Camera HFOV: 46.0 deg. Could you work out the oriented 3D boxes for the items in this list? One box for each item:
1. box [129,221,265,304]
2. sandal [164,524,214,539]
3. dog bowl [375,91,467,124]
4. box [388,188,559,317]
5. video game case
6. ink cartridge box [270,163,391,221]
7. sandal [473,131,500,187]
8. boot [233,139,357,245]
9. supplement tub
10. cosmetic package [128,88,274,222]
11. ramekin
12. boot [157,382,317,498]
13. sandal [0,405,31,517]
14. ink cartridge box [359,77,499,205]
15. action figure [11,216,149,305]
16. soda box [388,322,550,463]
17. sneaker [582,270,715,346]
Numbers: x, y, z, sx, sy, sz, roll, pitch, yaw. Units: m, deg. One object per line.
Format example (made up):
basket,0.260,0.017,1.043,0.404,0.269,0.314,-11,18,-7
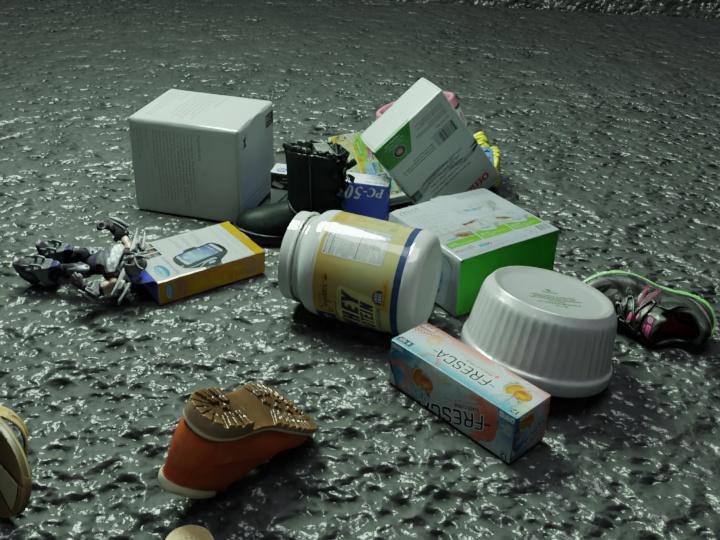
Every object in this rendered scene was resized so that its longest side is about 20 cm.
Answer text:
box,-0.253,-0.011,1.253,0.197,0.042,0.119,-20,36,-31
sandal,-0.144,0.281,0.708,0.076,0.071,0.213,-4,30,-13
dog bowl,0.117,-0.304,1.718,0.196,0.075,0.201,-12,20,5
box,0.166,-0.037,1.280,0.197,0.099,0.176,-17,34,-31
video game case,0.047,-0.192,1.546,0.178,0.023,0.202,-11,47,-8
ink cartridge box,-0.049,-0.115,1.400,0.195,0.096,0.044,7,29,8
sandal,0.216,-0.209,1.624,0.085,0.081,0.201,-4,21,-6
boot,-0.106,-0.123,1.337,0.194,0.166,0.074,8,27,8
supplement tub,0.000,0.000,1.147,0.196,0.147,0.145,13,30,18
cosmetic package,-0.266,-0.199,1.454,0.196,0.168,0.165,10,30,12
ramekin,0.230,0.068,1.067,0.198,0.096,0.203,11,20,-4
boot,-0.127,0.181,0.887,0.075,0.109,0.199,36,14,32
sandal,-0.378,0.177,0.881,0.053,0.082,0.199,6,16,-44
ink cartridge box,0.116,-0.188,1.399,0.146,0.200,0.083,-41,33,2
action figure,-0.378,-0.011,1.181,0.196,0.070,0.132,-1,44,21
soda box,0.124,0.139,0.997,0.068,0.065,0.198,-21,36,-38
sneaker,0.387,0.055,1.161,0.196,0.078,0.084,10,26,15
